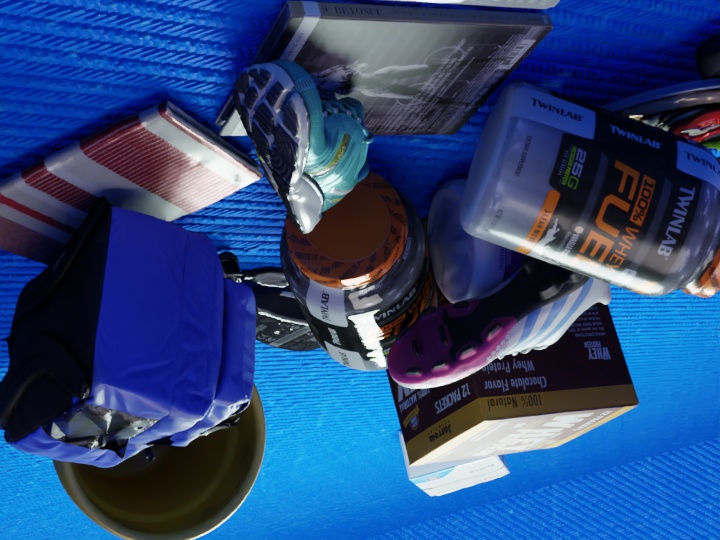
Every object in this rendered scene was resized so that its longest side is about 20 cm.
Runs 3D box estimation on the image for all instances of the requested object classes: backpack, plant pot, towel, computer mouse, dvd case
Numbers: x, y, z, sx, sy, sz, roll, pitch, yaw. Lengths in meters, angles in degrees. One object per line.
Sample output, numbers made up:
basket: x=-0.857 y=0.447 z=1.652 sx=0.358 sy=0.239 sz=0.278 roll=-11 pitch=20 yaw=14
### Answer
backpack: x=-0.186 y=0.073 z=0.946 sx=0.167 sy=0.164 sz=0.199 roll=25 pitch=144 yaw=-30
plant pot: x=-0.216 y=0.156 z=1.210 sx=0.199 sy=0.203 sz=0.188 roll=-5 pitch=179 yaw=-25
towel: x=-0.188 y=-0.060 z=0.903 sx=0.198 sy=0.023 sz=0.144 roll=-22 pitch=158 yaw=18
computer mouse: x=0.319 y=-0.162 z=0.985 sx=0.058 sy=0.034 sz=0.199 roll=-16 pitch=169 yaw=31
computer mouse: x=-0.086 y=0.023 z=1.164 sx=0.198 sy=0.047 sz=0.140 roll=15 pitch=149 yaw=-35
dvd case: x=0.014 y=-0.136 z=0.850 sx=0.198 sy=0.016 sz=0.149 roll=-4 pitch=158 yaw=-27

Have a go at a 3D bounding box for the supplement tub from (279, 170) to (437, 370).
supplement tub: x=0.000 y=0.000 z=1.035 sx=0.121 sy=0.124 sz=0.200 roll=-15 pitch=157 yaw=2

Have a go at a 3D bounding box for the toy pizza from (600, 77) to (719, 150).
toy pizza: x=0.255 y=-0.111 z=1.010 sx=0.198 sy=0.032 sz=0.200 roll=-10 pitch=170 yaw=-2

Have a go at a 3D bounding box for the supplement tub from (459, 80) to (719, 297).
supplement tub: x=0.184 y=-0.056 z=0.921 sx=0.198 sy=0.124 sz=0.123 roll=18 pitch=155 yaw=-3

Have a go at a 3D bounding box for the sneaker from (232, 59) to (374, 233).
sneaker: x=-0.034 y=-0.095 z=0.830 sx=0.079 sy=0.078 sz=0.200 roll=-33 pitch=166 yaw=-5

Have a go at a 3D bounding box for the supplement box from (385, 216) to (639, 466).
supplement box: x=0.133 y=0.066 z=1.197 sx=0.195 sy=0.202 sz=0.133 roll=-1 pitch=156 yaw=-33

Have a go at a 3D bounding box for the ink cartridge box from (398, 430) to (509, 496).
ink cartridge box: x=0.155 y=0.299 z=1.996 sx=0.144 sy=0.085 sz=0.200 roll=-18 pitch=160 yaw=7

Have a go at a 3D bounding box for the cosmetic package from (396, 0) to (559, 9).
cosmetic package: x=0.032 y=-0.195 z=0.607 sx=0.198 sy=0.091 sz=0.107 roll=-8 pitch=162 yaw=-27

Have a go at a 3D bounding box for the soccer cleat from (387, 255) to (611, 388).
soccer cleat: x=0.120 y=0.050 z=1.012 sx=0.199 sy=0.070 sz=0.086 roll=-31 pitch=139 yaw=11

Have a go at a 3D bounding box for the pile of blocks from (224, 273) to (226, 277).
pile of blocks: x=-0.186 y=0.011 z=1.061 sx=0.199 sy=0.082 sz=0.062 roll=-20 pitch=-156 yaw=39

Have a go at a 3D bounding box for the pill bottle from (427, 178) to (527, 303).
pill bottle: x=0.168 y=-0.033 z=1.089 sx=0.198 sy=0.113 sz=0.112 roll=-7 pitch=159 yaw=-20

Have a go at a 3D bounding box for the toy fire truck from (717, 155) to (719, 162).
toy fire truck: x=0.385 y=-0.079 z=0.997 sx=0.176 sy=0.129 sz=0.200 roll=-47 pitch=-179 yaw=-36
